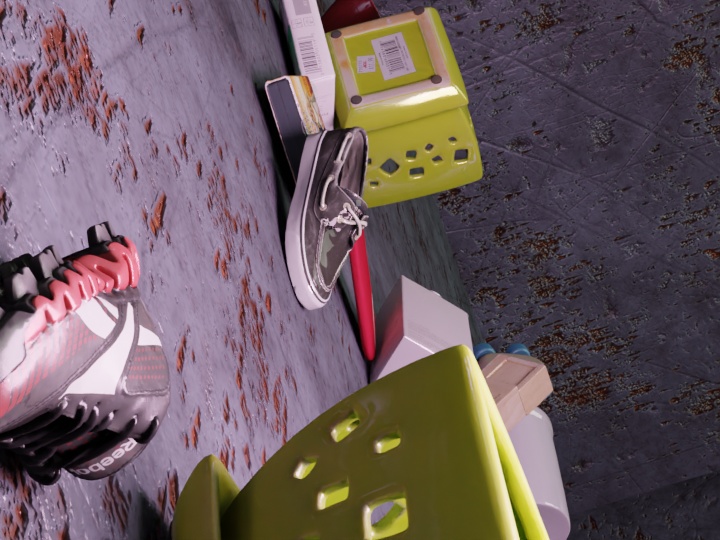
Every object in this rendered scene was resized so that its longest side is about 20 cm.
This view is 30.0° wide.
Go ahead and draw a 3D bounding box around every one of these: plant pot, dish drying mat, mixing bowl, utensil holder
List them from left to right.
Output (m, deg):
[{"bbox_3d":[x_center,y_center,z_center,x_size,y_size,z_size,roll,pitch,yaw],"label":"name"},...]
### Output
[{"bbox_3d":[-0.007,-0.318,1.998,0.200,0.107,0.202,-26,90,-89],"label":"mixing bowl"},{"bbox_3d":[0.000,0.000,1.542,0.077,0.018,0.202,-86,170,-59],"label":"dish drying mat"},{"bbox_3d":[0.012,0.191,0.675,0.200,0.179,0.201,-99,169,-47],"label":"plant pot"},{"bbox_3d":[0.048,-0.229,1.805,0.182,0.196,0.202,79,-3,-56],"label":"plant pot"},{"bbox_3d":[0.242,0.341,2.155,0.201,0.168,0.171,-95,166,-47],"label":"utensil holder"}]

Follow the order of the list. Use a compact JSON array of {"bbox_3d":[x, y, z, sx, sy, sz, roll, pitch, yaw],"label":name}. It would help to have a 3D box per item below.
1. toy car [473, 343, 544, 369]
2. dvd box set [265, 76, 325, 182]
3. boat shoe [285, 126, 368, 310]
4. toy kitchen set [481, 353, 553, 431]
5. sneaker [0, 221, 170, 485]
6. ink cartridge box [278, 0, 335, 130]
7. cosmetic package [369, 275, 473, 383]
[{"bbox_3d":[0.352,0.307,3.251,0.185,0.174,0.203,-122,-143,-61],"label":"toy car"},{"bbox_3d":[-0.059,-0.145,1.500,0.200,0.029,0.148,-61,133,-82],"label":"dvd box set"},{"bbox_3d":[-0.028,-0.058,1.320,0.071,0.063,0.202,46,42,-50],"label":"boat shoe"},{"bbox_3d":[0.136,0.229,1.703,0.162,0.199,0.182,13,-48,48],"label":"toy kitchen set"},{"bbox_3d":[-0.120,0.042,0.525,0.200,0.070,0.099,-65,134,-81],"label":"sneaker"},{"bbox_3d":[-0.071,-0.262,1.769,0.201,0.049,0.163,98,-21,-63],"label":"ink cartridge box"},{"bbox_3d":[0.074,0.095,1.627,0.107,0.085,0.200,30,17,-8],"label":"cosmetic package"}]
